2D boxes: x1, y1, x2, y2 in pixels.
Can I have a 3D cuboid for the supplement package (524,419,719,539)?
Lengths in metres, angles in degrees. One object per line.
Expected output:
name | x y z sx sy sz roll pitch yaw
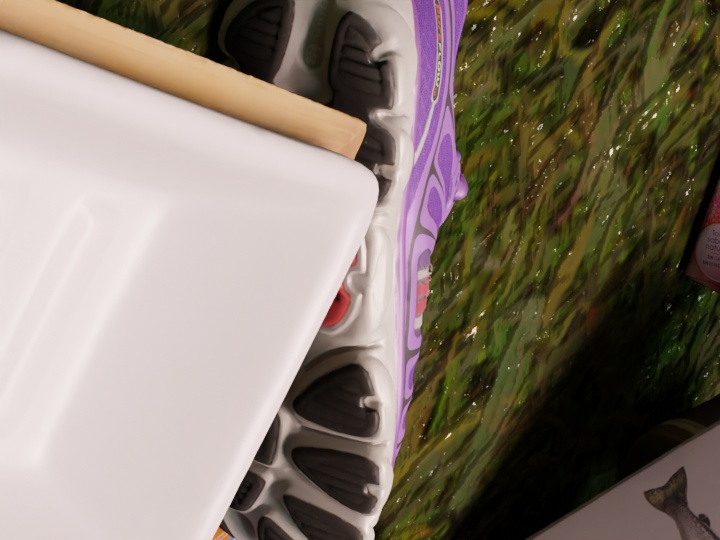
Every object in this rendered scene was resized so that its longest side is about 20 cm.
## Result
supplement package | 0.142 0.136 0.939 0.200 0.117 0.117 -34 154 15

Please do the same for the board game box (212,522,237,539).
board game box | -0.103 0.152 0.756 0.200 0.019 0.103 -37 145 -34

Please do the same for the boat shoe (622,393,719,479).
boat shoe | 0.154 0.139 1.086 0.065 0.073 0.200 -32 141 -32

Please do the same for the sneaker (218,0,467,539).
sneaker | 0.000 0.000 0.718 0.083 0.081 0.200 -28 138 -52

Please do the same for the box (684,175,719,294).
box | 0.236 -0.037 1.025 0.200 0.095 0.100 -17 130 -50

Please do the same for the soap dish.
soap dish | -0.094 0.009 0.574 0.200 0.081 0.157 15 104 -60
